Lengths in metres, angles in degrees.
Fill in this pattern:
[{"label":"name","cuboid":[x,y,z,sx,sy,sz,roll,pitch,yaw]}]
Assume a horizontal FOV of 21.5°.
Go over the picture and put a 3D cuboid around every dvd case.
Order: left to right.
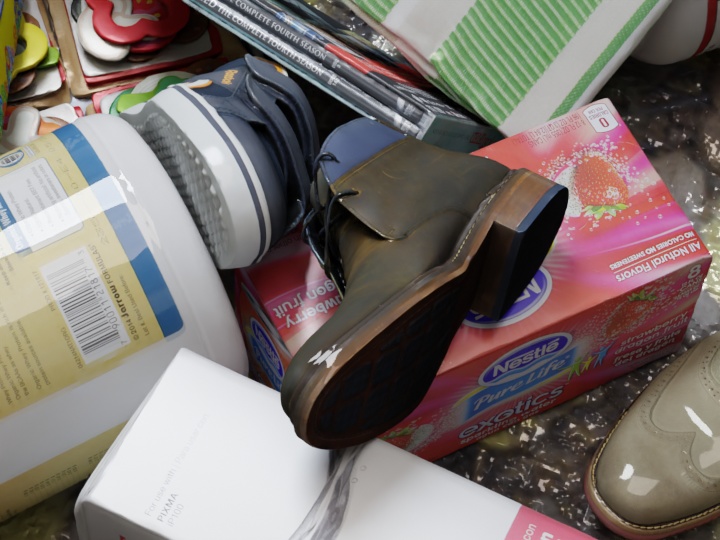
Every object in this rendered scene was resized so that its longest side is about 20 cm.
[{"label":"dvd case","cuboid":[-0.029,-0.116,0.937,0.200,0.146,0.022,35,101,13]}]

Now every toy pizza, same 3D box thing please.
[{"label":"toy pizza","cuboid":[-0.145,-0.092,0.973,0.199,0.032,0.201,1,59,-2]}]

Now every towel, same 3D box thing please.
[{"label":"towel","cuboid":[0.055,-0.168,0.906,0.200,0.023,0.153,39,94,-9]}]

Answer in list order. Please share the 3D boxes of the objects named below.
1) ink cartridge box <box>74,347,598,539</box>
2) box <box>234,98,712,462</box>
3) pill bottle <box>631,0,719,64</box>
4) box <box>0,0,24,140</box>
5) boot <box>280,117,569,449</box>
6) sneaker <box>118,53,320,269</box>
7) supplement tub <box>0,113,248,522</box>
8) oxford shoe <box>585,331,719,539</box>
[{"label":"ink cartridge box","cuboid":[-0.007,0.132,0.778,0.200,0.147,0.083,25,61,11]},{"label":"box","cuboid":[0.050,0.015,0.881,0.199,0.096,0.100,-22,63,-15]},{"label":"pill bottle","cuboid":[0.184,-0.175,0.992,0.199,0.112,0.112,-20,62,-14]},{"label":"box","cuboid":[-0.271,-0.138,0.888,0.199,0.122,0.193,-9,32,1]},{"label":"boot","cuboid":[0.000,0.000,0.772,0.097,0.075,0.200,29,35,18]},{"label":"sneaker","cuboid":[-0.053,-0.055,0.845,0.079,0.200,0.079,-20,106,-12]},{"label":"supplement tub","cuboid":[-0.165,0.033,0.827,0.200,0.145,0.145,-26,63,-12]},{"label":"oxford shoe","cuboid":[0.183,0.046,0.872,0.200,0.075,0.070,-37,68,-22]}]
